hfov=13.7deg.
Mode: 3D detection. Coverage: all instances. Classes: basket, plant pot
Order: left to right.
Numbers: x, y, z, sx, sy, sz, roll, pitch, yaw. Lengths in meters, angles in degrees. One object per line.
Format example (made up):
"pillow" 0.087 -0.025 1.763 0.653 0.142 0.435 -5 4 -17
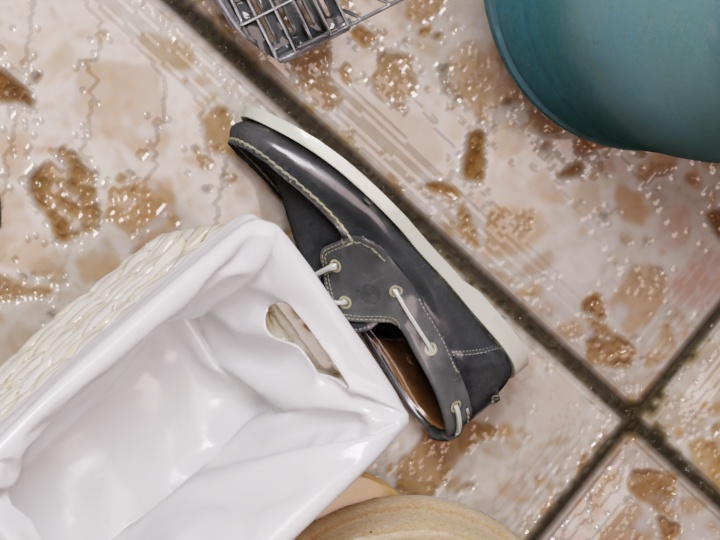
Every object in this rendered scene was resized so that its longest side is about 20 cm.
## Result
"basket" -0.102 0.082 1.445 0.200 0.123 0.136 -42 108 -20
"plant pot" 0.186 -0.138 1.428 0.199 0.188 0.201 -6 106 -22

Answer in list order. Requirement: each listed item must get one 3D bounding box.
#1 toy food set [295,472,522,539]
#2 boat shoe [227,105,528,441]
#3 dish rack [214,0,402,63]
"toy food set" 0.014 0.212 1.547 0.199 0.049 0.199 18 90 -17
"boat shoe" 0.000 0.000 1.510 0.068 0.072 0.200 -45 107 -12
"dish rack" 0.001 -0.202 1.502 0.199 0.055 0.154 -28 101 -10
